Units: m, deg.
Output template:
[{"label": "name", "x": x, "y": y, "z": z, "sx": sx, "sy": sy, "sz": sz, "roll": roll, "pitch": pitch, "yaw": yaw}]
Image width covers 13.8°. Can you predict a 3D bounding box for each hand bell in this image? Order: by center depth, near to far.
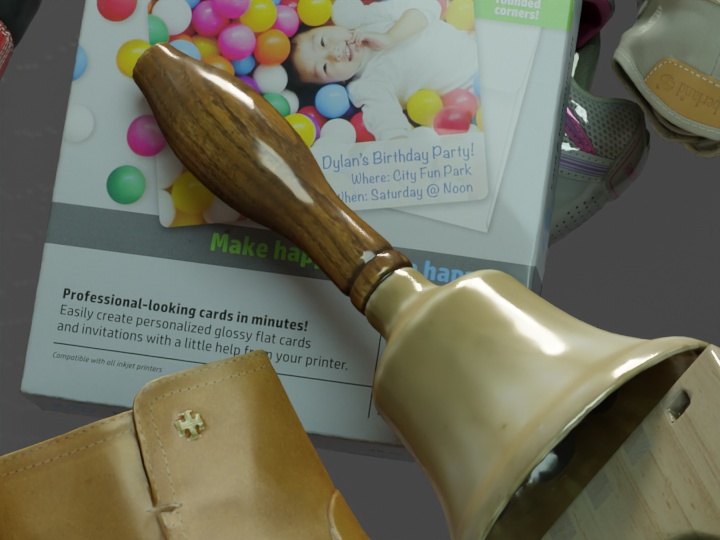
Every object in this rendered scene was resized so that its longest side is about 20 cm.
[{"label": "hand bell", "x": 0.000, "y": 0.000, "z": 0.880, "sx": 0.104, "sy": 0.104, "sz": 0.200, "roll": -33, "pitch": 63, "yaw": -29}]

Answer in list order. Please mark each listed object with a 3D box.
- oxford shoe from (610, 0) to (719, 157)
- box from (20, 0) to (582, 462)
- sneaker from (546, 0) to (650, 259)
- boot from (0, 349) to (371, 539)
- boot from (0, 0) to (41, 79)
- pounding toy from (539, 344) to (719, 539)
[{"label": "oxford shoe", "x": 0.117, "y": -0.066, "z": 0.971, "sx": 0.075, "sy": 0.200, "sz": 0.058, "roll": 23, "pitch": 94, "yaw": 7}, {"label": "box", "x": -0.014, "y": -0.046, "z": 0.941, "sx": 0.155, "sy": 0.041, "sz": 0.201, "roll": 8, "pitch": 80, "yaw": 7}, {"label": "sneaker", "x": 0.037, "y": -0.090, "z": 1.009, "sx": 0.088, "sy": 0.081, "sz": 0.200, "roll": -26, "pitch": 73, "yaw": 5}, {"label": "boot", "x": -0.007, "y": 0.092, "z": 0.883, "sx": 0.200, "sy": 0.071, "sz": 0.145, "roll": -12, "pitch": 83, "yaw": -13}, {"label": "boot", "x": -0.209, "y": -0.090, "z": 0.969, "sx": 0.199, "sy": 0.072, "sz": 0.145, "roll": 20, "pitch": 55, "yaw": -11}, {"label": "pounding toy", "x": 0.137, "y": 0.111, "z": 0.761, "sx": 0.200, "sy": 0.142, "sz": 0.184, "roll": 31, "pitch": 19, "yaw": -26}]
